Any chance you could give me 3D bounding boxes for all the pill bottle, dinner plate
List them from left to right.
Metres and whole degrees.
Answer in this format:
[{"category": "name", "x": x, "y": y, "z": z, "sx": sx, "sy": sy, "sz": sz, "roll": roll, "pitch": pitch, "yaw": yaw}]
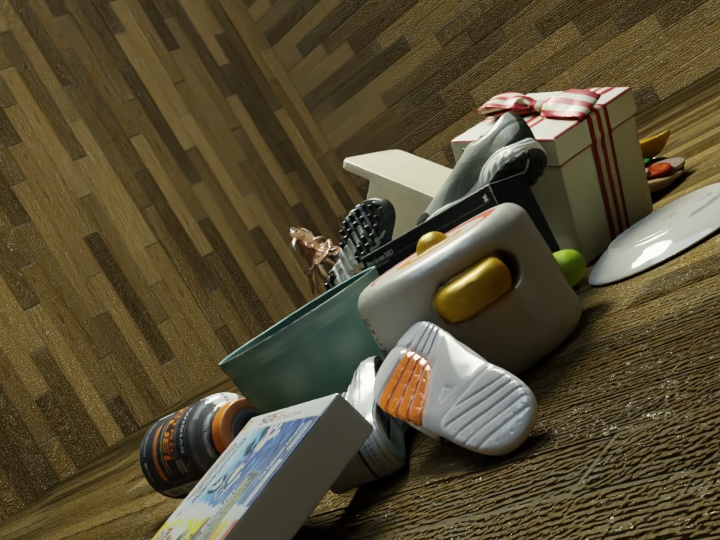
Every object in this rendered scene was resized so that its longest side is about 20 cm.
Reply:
[{"category": "pill bottle", "x": -0.178, "y": 0.206, "z": 1.142, "sx": 0.106, "sy": 0.107, "sz": 0.200, "roll": -34, "pitch": 3, "yaw": -40}, {"category": "dinner plate", "x": 0.316, "y": -0.046, "z": 0.978, "sx": 0.199, "sy": 0.024, "sz": 0.200, "roll": -31, "pitch": 3, "yaw": 2}]

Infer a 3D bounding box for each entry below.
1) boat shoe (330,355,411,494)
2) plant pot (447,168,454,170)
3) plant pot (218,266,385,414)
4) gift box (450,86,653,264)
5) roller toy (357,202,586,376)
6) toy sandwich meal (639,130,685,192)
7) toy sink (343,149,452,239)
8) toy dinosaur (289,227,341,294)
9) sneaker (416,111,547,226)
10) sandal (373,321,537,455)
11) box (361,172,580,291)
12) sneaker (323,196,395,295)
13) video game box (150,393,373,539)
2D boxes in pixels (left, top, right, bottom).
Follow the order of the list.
[{"category": "boat shoe", "x": 0.000, "y": 0.129, "z": 0.827, "sx": 0.067, "sy": 0.074, "sz": 0.200, "roll": -32, "pitch": 3, "yaw": 10}, {"category": "plant pot", "x": 0.117, "y": -0.025, "z": 1.467, "sx": 0.199, "sy": 0.200, "sz": 0.190, "roll": -30, "pitch": 16, "yaw": 32}, {"category": "plant pot", "x": -0.035, "y": 0.105, "z": 1.041, "sx": 0.200, "sy": 0.135, "sz": 0.200, "roll": -31, "pitch": 2, "yaw": 1}, {"category": "gift box", "x": 0.239, "y": -0.135, "z": 1.187, "sx": 0.184, "sy": 0.188, "sz": 0.200, "roll": 4, "pitch": 32, "yaw": 44}, {"category": "roller toy", "x": 0.095, "y": 0.028, "z": 0.883, "sx": 0.182, "sy": 0.140, "sz": 0.200, "roll": -30, "pitch": 3, "yaw": 38}, {"category": "toy sandwich meal", "x": 0.348, "y": -0.157, "z": 1.339, "sx": 0.204, "sy": 0.071, "sz": 0.205, "roll": -6, "pitch": 19, "yaw": 2}, {"category": "toy sink", "x": 0.078, "y": -0.076, "z": 1.300, "sx": 0.199, "sy": 0.113, "sz": 0.130, "roll": 26, "pitch": 26, "yaw": 32}, {"category": "toy dinosaur", "x": 0.000, "y": 0.000, "z": 1.334, "sx": 0.199, "sy": 0.087, "sz": 0.135, "roll": 15, "pitch": 10, "yaw": 33}, {"category": "sneaker", "x": 0.134, "y": -0.101, "z": 1.106, "sx": 0.074, "sy": 0.080, "sz": 0.200, "roll": 9, "pitch": -37, "yaw": -36}, {"category": "sandal", "x": 0.076, "y": 0.101, "z": 0.724, "sx": 0.079, "sy": 0.059, "sz": 0.206, "roll": -53, "pitch": 26, "yaw": -4}, {"category": "box", "x": 0.115, "y": 0.003, "z": 1.045, "sx": 0.200, "sy": 0.142, "sz": 0.079, "roll": -29, "pitch": -2, "yaw": 42}, {"category": "sneaker", "x": 0.018, "y": -0.020, "z": 1.192, "sx": 0.090, "sy": 0.067, "sz": 0.201, "roll": -11, "pitch": -36, "yaw": -29}, {"category": "video game box", "x": -0.097, "y": 0.187, "z": 0.724, "sx": 0.200, "sy": 0.047, "sz": 0.182, "roll": -50, "pitch": 9, "yaw": -29}]
